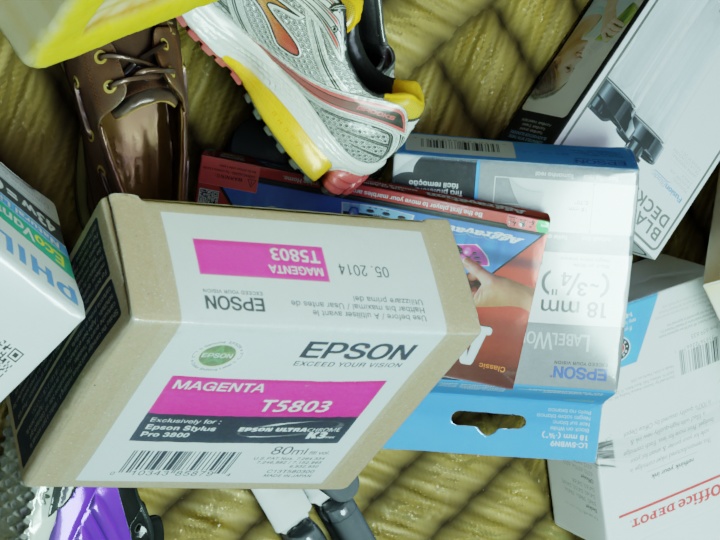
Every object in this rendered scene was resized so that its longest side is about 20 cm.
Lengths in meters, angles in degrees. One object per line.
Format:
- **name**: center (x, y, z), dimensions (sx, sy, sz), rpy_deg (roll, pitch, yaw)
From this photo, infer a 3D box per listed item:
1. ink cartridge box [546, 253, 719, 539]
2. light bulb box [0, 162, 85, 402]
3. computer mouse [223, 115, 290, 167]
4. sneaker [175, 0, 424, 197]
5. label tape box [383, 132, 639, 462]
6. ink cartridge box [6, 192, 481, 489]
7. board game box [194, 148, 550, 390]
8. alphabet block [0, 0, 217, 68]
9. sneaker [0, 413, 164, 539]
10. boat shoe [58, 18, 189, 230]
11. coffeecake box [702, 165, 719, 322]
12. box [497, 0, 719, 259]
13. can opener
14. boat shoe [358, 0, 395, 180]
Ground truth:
- **ink cartridge box**: center (0.182, 0.104, 1.237), dimensions (0.115, 0.067, 0.202), rpy_deg (-17, 109, -26)
- **light bulb box**: center (-0.270, 0.007, 0.885), dimensions (0.200, 0.125, 0.198), rpy_deg (-43, 121, 9)
- **computer mouse**: center (-0.034, 0.004, 1.110), dimensions (0.058, 0.034, 0.201), rpy_deg (-28, 114, -23)
- **sneaker**: center (-0.042, -0.140, 1.011), dimensions (0.082, 0.078, 0.200), rpy_deg (-36, 103, 18)
- **label tape box**: center (0.084, 0.026, 1.122), dimensions (0.143, 0.063, 0.202), rpy_deg (4, 106, 1)
- **ink cartridge box**: center (-0.063, 0.043, 0.977), dimensions (0.198, 0.076, 0.165), rpy_deg (4, 144, -29)
- **board game box**: center (0.000, 0.000, 1.073), dimensions (0.198, 0.019, 0.104), rpy_deg (10, 108, -2)
- **alphabet block**: center (-0.099, -0.244, 0.856), dimensions (0.196, 0.195, 0.201), rpy_deg (-30, 81, -42)
- **sneaker**: center (-0.158, 0.162, 1.053), dimensions (0.099, 0.069, 0.202), rpy_deg (11, 96, -34)
- **boat shoe**: center (-0.121, -0.103, 1.014), dimensions (0.071, 0.067, 0.202), rpy_deg (-13, 107, -27)
- **coffeecake box**: center (0.298, 0.035, 1.240), dimensions (0.201, 0.073, 0.154), rpy_deg (60, 29, -26)
- **box**: center (0.188, -0.122, 1.194), dimensions (0.117, 0.060, 0.201), rpy_deg (40, 81, -30)
- **can opener**: center (-0.014, 0.162, 1.137), dimensions (0.053, 0.067, 0.201), rpy_deg (-36, 114, -17)
- **boat shoe**: center (-0.012, -0.138, 1.066), dimensions (0.067, 0.057, 0.202), rpy_deg (-38, 120, -45)
